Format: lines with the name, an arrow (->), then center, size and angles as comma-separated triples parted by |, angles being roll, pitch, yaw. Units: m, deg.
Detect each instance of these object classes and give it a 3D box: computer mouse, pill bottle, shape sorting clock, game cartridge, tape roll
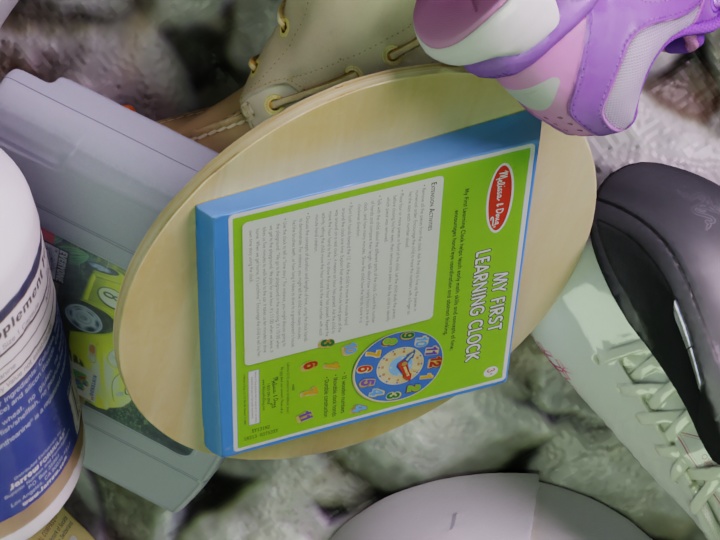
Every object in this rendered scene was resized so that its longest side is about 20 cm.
computer mouse -> 0.184, 0.033, 0.821 | 0.046, 0.140, 0.201 | -42, 68, 54
pill bottle -> -0.171, 0.014, 0.772 | 0.111, 0.111, 0.200 | 5, 138, 8
shape sorting clock -> 0.000, 0.000, 0.779 | 0.199, 0.039, 0.200 | -15, 139, -13
game cartridge -> -0.100, 0.018, 0.853 | 0.133, 0.041, 0.200 | 23, 137, 6
tape roll -> 0.060, 0.195, 0.933 | 0.202, 0.071, 0.203 | 4, 115, 9

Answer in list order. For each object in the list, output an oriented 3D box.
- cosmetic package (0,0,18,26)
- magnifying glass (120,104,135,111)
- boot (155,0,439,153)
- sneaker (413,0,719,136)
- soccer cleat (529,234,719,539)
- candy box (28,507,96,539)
cosmetic package -> -0.224, -0.164, 0.814 | 0.200, 0.071, 0.102 | 35, 115, -8
magnifying glass -> -0.194, -0.059, 0.886 | 0.199, 0.022, 0.080 | 0, 114, 9
boot -> -0.021, -0.116, 0.803 | 0.199, 0.073, 0.156 | -13, 108, 22
sneaker -> 0.104, -0.127, 0.733 | 0.088, 0.200, 0.080 | 45, 158, -23
soccer cleat -> 0.145, 0.063, 0.847 | 0.200, 0.086, 0.070 | 41, 114, -10
candy box -> -0.201, 0.127, 0.943 | 0.115, 0.055, 0.200 | -33, 105, 34
